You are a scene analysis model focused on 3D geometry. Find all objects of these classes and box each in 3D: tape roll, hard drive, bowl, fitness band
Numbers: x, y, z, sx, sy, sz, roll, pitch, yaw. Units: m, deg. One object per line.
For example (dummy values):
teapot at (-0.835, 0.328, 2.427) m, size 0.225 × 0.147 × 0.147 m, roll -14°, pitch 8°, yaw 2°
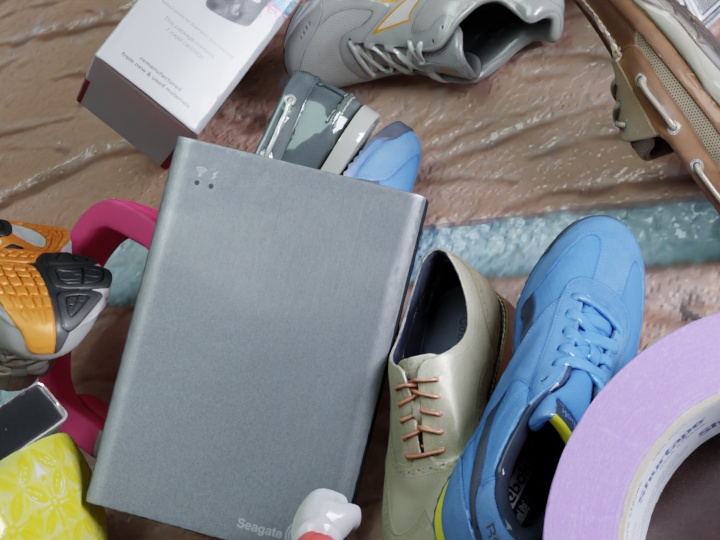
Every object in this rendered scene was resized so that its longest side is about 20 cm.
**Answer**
tape roll at (0.175, 0.117, 0.711) m, size 0.198 × 0.066 × 0.202 m, roll -4°, pitch 74°, yaw 14°
hard drive at (-0.054, 0.043, 0.940) m, size 0.138 × 0.033 × 0.202 m, roll 14°, pitch 88°, yaw 7°
bowl at (-0.205, 0.193, 0.959) m, size 0.200 × 0.200 × 0.108 m, roll -41°, pitch 84°, yaw 2°
fitness band at (-0.144, 0.033, 1.054) m, size 0.200 × 0.037 × 0.145 m, roll 23°, pitch 100°, yaw 60°

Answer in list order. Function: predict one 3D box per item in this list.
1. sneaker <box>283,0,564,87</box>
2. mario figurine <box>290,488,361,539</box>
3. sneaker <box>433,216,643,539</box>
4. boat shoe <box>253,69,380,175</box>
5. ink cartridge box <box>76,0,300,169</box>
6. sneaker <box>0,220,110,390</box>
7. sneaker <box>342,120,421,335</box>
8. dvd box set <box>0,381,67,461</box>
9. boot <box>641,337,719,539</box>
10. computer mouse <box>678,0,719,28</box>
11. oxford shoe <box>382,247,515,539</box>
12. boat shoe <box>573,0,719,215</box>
sneaker at (0.037, -0.149, 1.102) m, size 0.199 × 0.076 × 0.093 m, roll -22°, pitch 49°, yaw 24°
mario figurine at (0.003, 0.181, 0.841) m, size 0.199 × 0.124 × 0.106 m, roll -4°, pitch 34°, yaw 50°
sneaker at (0.101, 0.056, 0.852) m, size 0.201 × 0.066 × 0.078 m, roll -64°, pitch 9°, yaw -24°
boat shoe at (-0.069, -0.029, 1.054) m, size 0.201 × 0.062 × 0.073 m, roll -53°, pitch -1°, yaw 9°
ink cartridge box at (-0.092, -0.178, 1.171) m, size 0.201 × 0.083 × 0.146 m, roll -55°, pitch 7°, yaw -13°
sneaker at (-0.191, 0.032, 1.026) m, size 0.200 × 0.075 × 0.093 m, roll -139°, pitch 56°, yaw -71°
sneaker at (0.000, 0.000, 1.024) m, size 0.078 × 0.066 × 0.201 m, roll 27°, pitch 56°, yaw 6°
dvd box set at (-0.254, 0.149, 0.987) m, size 0.146 × 0.029 × 0.200 m, roll -35°, pitch -8°, yaw -41°
boot at (0.182, 0.116, 0.766) m, size 0.165 × 0.072 × 0.202 m, roll 3°, pitch 66°, yaw 33°
computer mouse at (0.187, -0.159, 1.016) m, size 0.109 × 0.044 × 0.202 m, roll -26°, pitch 49°, yaw 25°
oxford shoe at (0.034, 0.082, 0.906) m, size 0.070 × 0.074 × 0.202 m, roll -13°, pitch 50°, yaw 26°
boat shoe at (0.161, -0.092, 0.920) m, size 0.072 × 0.075 × 0.200 m, roll -48°, pitch 62°, yaw 18°
